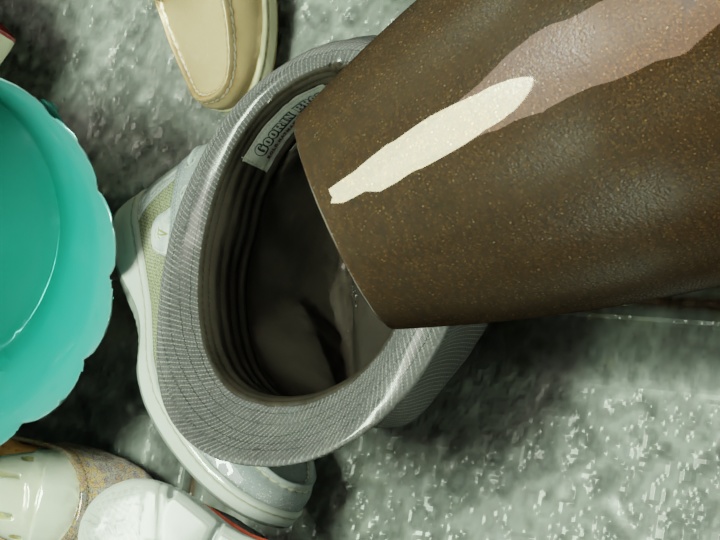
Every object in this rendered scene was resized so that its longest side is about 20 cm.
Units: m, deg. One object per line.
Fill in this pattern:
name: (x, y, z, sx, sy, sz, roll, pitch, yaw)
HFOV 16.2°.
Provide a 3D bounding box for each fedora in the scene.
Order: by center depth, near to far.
fedora: (0.000, 0.000, 1.132, 0.177, 0.090, 0.200, -8, 68, 38)

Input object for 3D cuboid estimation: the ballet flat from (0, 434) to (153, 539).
ballet flat: (-0.182, 0.113, 1.289, 0.200, 0.067, 0.068, 10, 86, 42)

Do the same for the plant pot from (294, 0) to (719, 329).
plant pot: (0.083, -0.058, 0.978, 0.200, 0.187, 0.187, -25, 61, 10)

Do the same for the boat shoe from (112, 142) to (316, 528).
boat shoe: (-0.064, 0.030, 1.205, 0.065, 0.074, 0.202, -44, 47, 29)

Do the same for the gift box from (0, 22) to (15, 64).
gift box: (-0.317, -0.111, 1.380, 0.187, 0.184, 0.200, -55, 26, 4)

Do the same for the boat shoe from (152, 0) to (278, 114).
boat shoe: (-0.097, -0.174, 1.268, 0.074, 0.069, 0.200, -22, 77, 45)

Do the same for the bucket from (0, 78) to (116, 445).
bucket: (-0.226, -0.010, 1.250, 0.135, 0.207, 0.207, -141, 72, -74)

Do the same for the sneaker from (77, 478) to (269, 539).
sneaker: (-0.032, 0.156, 1.150, 0.200, 0.082, 0.077, 33, 90, 19)
